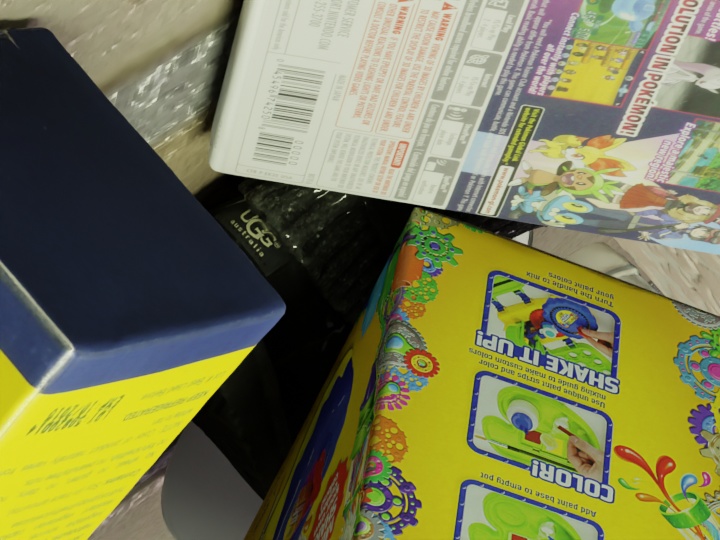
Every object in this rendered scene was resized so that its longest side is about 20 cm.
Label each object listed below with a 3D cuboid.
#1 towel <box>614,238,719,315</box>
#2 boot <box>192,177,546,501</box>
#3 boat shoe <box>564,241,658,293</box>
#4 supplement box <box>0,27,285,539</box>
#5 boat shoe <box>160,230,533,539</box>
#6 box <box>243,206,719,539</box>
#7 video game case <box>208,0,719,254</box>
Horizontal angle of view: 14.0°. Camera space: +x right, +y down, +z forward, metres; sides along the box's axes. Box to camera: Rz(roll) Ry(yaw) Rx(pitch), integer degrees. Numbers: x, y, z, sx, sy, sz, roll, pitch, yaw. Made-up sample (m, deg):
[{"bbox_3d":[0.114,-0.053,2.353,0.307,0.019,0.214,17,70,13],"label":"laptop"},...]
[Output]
[{"bbox_3d":[0.134,-0.016,1.134,0.032,0.191,0.200,-40,166,-4],"label":"towel"},{"bbox_3d":[0.002,0.002,1.059,0.158,0.079,0.211,-39,165,-12],"label":"boot"},{"bbox_3d":[0.067,0.055,1.174,0.200,0.068,0.072,-28,152,-53],"label":"boat shoe"},{"bbox_3d":[-0.136,0.044,0.766,0.200,0.110,0.109,-49,164,22],"label":"supplement box"},{"bbox_3d":[-0.001,0.041,1.208,0.200,0.070,0.066,-52,163,7],"label":"boat shoe"},{"bbox_3d":[0.027,0.127,0.952,0.193,0.121,0.200,-80,-167,-48],"label":"box"},{"bbox_3d":[0.056,-0.071,0.867,0.200,0.181,0.023,110,-13,-60],"label":"video game case"}]
